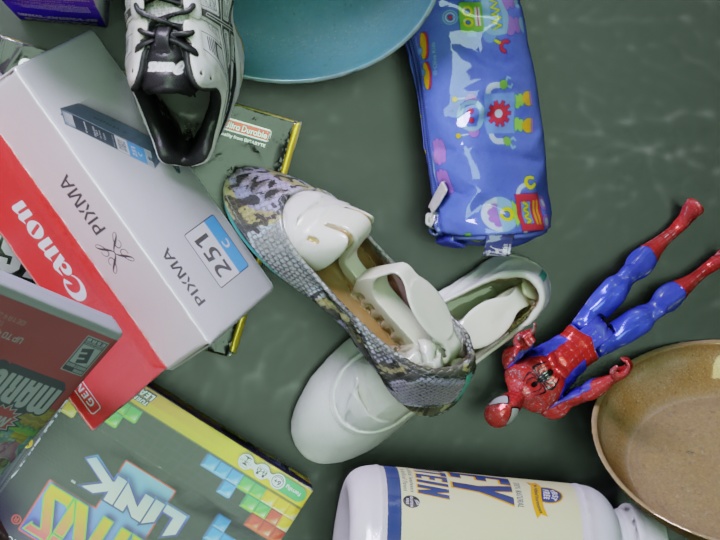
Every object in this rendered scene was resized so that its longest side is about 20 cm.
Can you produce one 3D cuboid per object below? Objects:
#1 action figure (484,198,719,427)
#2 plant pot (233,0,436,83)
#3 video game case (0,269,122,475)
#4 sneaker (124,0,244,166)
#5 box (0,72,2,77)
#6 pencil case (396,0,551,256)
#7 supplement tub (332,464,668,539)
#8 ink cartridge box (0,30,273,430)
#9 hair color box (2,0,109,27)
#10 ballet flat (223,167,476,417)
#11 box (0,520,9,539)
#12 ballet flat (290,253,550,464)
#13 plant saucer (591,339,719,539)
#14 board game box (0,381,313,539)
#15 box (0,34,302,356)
[{"bbox_3d":[0.160,0.032,1.286,0.200,0.099,0.065,-40,88,-8],"label":"action figure"},{"bbox_3d":[-0.046,-0.234,1.238,0.200,0.200,0.135,10,47,-6],"label":"plant pot"},{"bbox_3d":[-0.239,0.081,1.079,0.200,0.143,0.017,-48,51,13],"label":"video game case"},{"bbox_3d":[-0.104,-0.147,1.174,0.076,0.088,0.200,-2,135,9],"label":"sneaker"},{"bbox_3d":[-0.193,-0.047,1.243,0.041,0.039,0.200,-35,94,-4],"label":"box"},{"bbox_3d":[0.070,-0.107,1.293,0.087,0.078,0.200,-9,92,-28],"label":"pencil case"},{"bbox_3d":[0.084,0.202,1.271,0.200,0.145,0.145,6,91,-6],"label":"supplement tub"},{"bbox_3d":[-0.157,-0.029,1.185,0.045,0.176,0.200,-33,95,32],"label":"ink cartridge box"},{"bbox_3d":[-0.181,-0.209,1.205,0.065,0.200,0.109,4,92,-4],"label":"hair color box"},{"bbox_3d":[0.000,0.000,1.239,0.072,0.072,0.200,-43,88,-3],"label":"ballet flat"},{"bbox_3d":[-0.340,0.107,1.174,0.166,0.200,0.164,-33,51,-3],"label":"box"},{"bbox_3d":[0.039,0.056,1.302,0.200,0.069,0.069,-35,95,-3],"label":"ballet flat"},{"bbox_3d":[0.245,0.119,1.282,0.200,0.200,0.035,0,127,-5],"label":"plant saucer"},{"bbox_3d":[-0.157,0.154,1.292,0.200,0.057,0.165,32,88,-5],"label":"board game box"},{"bbox_3d":[-0.155,-0.047,1.290,0.200,0.049,0.160,16,92,-6],"label":"box"}]
